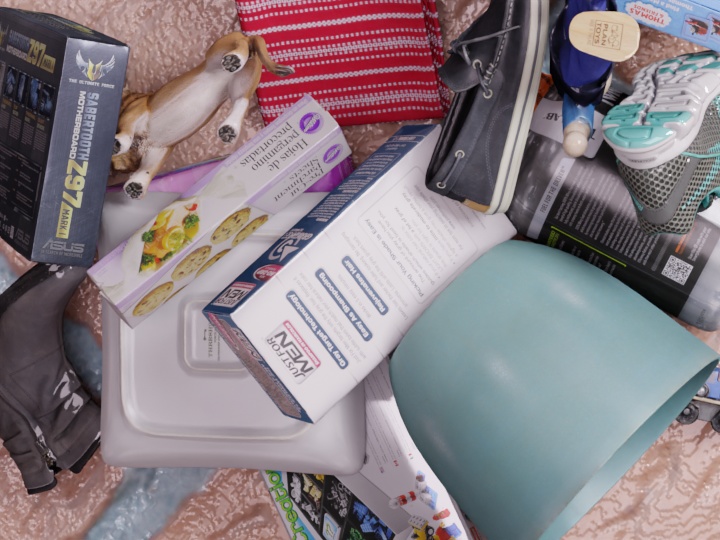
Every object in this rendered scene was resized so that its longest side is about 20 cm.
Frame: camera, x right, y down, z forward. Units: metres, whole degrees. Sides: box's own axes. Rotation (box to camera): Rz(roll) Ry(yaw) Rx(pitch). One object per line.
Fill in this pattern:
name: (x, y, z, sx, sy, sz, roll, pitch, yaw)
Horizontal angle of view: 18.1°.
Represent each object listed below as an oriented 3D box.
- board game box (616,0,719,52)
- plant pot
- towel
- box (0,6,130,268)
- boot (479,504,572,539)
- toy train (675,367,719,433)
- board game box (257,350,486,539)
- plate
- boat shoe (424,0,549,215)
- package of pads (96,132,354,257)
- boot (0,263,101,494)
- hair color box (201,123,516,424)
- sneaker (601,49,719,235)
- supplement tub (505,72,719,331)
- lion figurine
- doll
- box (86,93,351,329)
board game box: (0.180, -0.232, 1.537, 0.200, 0.151, 0.037, 21, 134, 9)
plant pot: (0.117, 0.076, 1.527, 0.161, 0.201, 0.201, 44, 102, 12)
towel: (-0.019, -0.187, 1.596, 0.144, 0.022, 0.200, -3, 125, 12)
box: (-0.226, -0.099, 1.610, 0.051, 0.200, 0.158, 6, 99, -25)
boot: (0.054, 0.112, 1.634, 0.200, 0.072, 0.167, -1, 99, 16)
toy train: (0.190, 0.076, 1.626, 0.200, 0.034, 0.046, 14, 88, 10)
board game box: (-0.008, 0.131, 1.609, 0.126, 0.035, 0.200, -26, 84, 18)
plate: (-0.096, 0.044, 1.594, 0.200, 0.032, 0.200, 1, 93, 15)
boat shoe: (0.084, -0.133, 1.477, 0.062, 0.075, 0.200, 9, 112, -5)
package of pads: (-0.095, -0.023, 1.648, 0.200, 0.076, 0.121, -14, 98, 13)
boot: (-0.222, 0.072, 1.675, 0.132, 0.070, 0.200, 47, 132, 2)
hair color box: (0.000, 0.000, 1.537, 0.200, 0.061, 0.100, -43, 109, -17)
sneaker: (0.213, -0.084, 1.479, 0.078, 0.200, 0.091, -2, 112, 30)
supplement tub: (0.186, -0.053, 1.565, 0.200, 0.123, 0.123, 28, 101, 6)
lion figurine: (-0.123, -0.122, 1.613, 0.200, 0.123, 0.073, -24, 112, 19)
doll: (0.143, -0.140, 1.433, 0.048, 0.200, 0.137, 2, 83, 1)
box: (-0.097, -0.041, 1.558, 0.200, 0.041, 0.039, -39, 61, -8)
